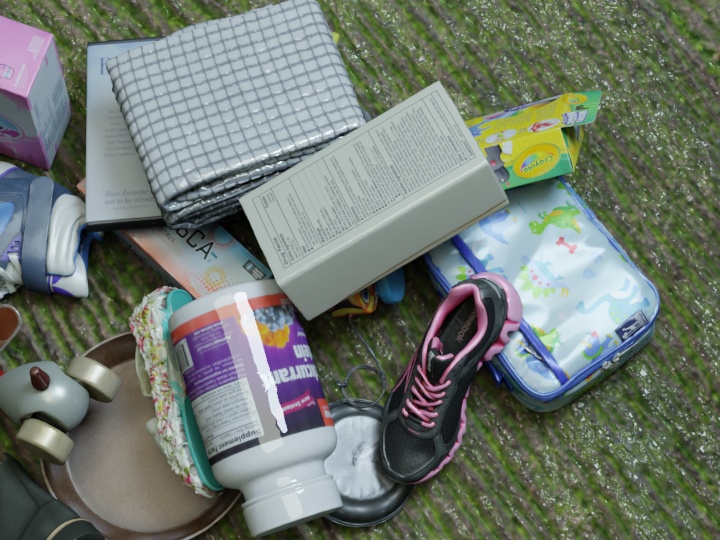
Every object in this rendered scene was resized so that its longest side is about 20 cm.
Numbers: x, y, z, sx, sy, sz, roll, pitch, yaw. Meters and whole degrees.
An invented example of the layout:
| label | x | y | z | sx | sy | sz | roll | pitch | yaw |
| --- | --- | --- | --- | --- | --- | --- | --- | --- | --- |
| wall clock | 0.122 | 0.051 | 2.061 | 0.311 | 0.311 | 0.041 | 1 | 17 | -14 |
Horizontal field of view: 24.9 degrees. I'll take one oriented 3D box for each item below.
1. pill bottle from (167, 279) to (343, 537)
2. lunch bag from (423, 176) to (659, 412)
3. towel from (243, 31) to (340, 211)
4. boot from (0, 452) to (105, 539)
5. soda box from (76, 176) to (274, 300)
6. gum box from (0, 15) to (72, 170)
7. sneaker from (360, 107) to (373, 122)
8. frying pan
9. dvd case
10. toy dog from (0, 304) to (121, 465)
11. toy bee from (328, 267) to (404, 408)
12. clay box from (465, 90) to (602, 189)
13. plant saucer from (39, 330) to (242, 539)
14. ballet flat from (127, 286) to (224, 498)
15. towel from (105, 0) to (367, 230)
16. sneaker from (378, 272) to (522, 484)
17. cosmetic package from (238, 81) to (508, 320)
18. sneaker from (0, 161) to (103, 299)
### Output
| label | x | y | z | sx | sy | sz | roll | pitch | yaw |
| --- | --- | --- | --- | --- | --- | --- | --- | --- | --- |
| pill bottle | -0.084 | 0.118 | 1.386 | 0.111 | 0.111 | 0.201 | -18 | 80 | -3 |
| lunch bag | 0.160 | 0.017 | 1.476 | 0.160 | 0.083 | 0.200 | -34 | 72 | -5 |
| towel | -0.088 | -0.143 | 1.490 | 0.086 | 0.018 | 0.201 | 16 | 65 | 9 |
| boot | -0.319 | 0.275 | 1.432 | 0.138 | 0.077 | 0.200 | 37 | 90 | 36 |
| soda box | -0.169 | -0.028 | 1.515 | 0.200 | 0.064 | 0.068 | 42 | 78 | 14 |
| gum box | -0.336 | -0.167 | 1.502 | 0.113 | 0.200 | 0.066 | 19 | 73 | 1 |
| sneaker | -0.077 | -0.119 | 1.530 | 0.199 | 0.081 | 0.074 | -17 | 71 | -3 |
| frying pan | -0.024 | 0.139 | 1.456 | 0.115 | 0.031 | 0.190 | -35 | 84 | -20 |
| dvd case | -0.182 | -0.131 | 1.508 | 0.142 | 0.018 | 0.201 | -5 | 63 | 1 |
| toy dog | -0.314 | 0.096 | 1.434 | 0.199 | 0.096 | 0.132 | -2 | 55 | 19 |
| toy bee | 0.000 | 0.000 | 1.454 | 0.130 | 0.109 | 0.201 | -26 | 55 | 9 |
| clay box | 0.121 | -0.106 | 1.459 | 0.199 | 0.115 | 0.048 | -13 | 108 | 17 |
| plant saucer | -0.189 | 0.153 | 1.472 | 0.199 | 0.035 | 0.201 | -1 | 73 | 2 |
| ballet flat | -0.163 | 0.112 | 1.441 | 0.064 | 0.076 | 0.201 | -25 | 64 | 27 |
| towel | -0.105 | -0.140 | 1.435 | 0.199 | 0.086 | 0.166 | -20 | 62 | -7 |
| sneaker | 0.065 | 0.090 | 1.397 | 0.079 | 0.095 | 0.201 | 26 | 94 | 17 |
| cosmetic package | 0.011 | -0.058 | 1.370 | 0.199 | 0.073 | 0.104 | -30 | 55 | 5 |
| sneaker | -0.327 | 0.004 | 1.502 | 0.146 | 0.081 | 0.200 | 29 | 70 | 16 |
